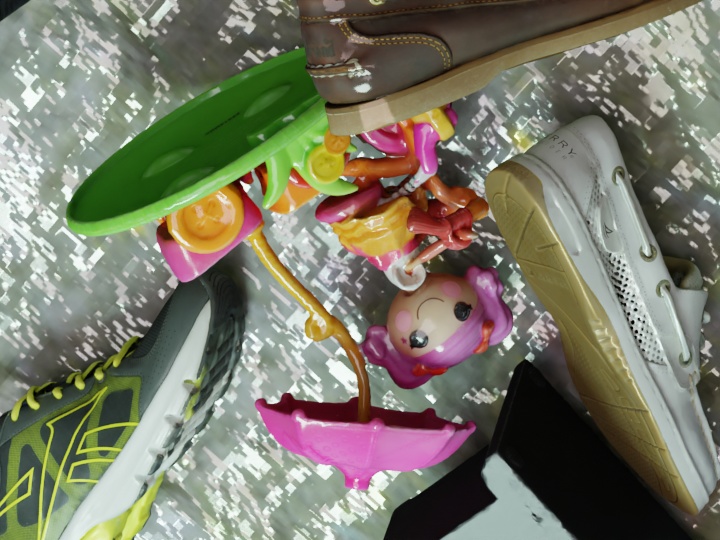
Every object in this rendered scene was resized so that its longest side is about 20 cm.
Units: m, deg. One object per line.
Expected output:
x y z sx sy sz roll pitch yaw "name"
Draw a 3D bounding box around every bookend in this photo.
0.063 0.184 1.349 0.200 0.092 0.199 -38 103 25 "bookend"

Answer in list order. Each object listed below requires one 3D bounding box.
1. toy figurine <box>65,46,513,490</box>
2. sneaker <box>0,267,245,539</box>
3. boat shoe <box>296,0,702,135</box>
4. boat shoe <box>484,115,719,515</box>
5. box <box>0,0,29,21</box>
0.000 0.000 1.291 0.200 0.150 0.184 -33 107 -6 "toy figurine"
-0.128 0.075 1.374 0.084 0.074 0.200 34 110 7 "sneaker"
0.065 -0.119 1.212 0.070 0.199 0.071 2 111 61 "boat shoe"
0.127 0.021 1.297 0.069 0.071 0.200 -37 121 -17 "boat shoe"
-0.145 -0.187 1.212 0.036 0.200 0.144 7 111 14 "box"
